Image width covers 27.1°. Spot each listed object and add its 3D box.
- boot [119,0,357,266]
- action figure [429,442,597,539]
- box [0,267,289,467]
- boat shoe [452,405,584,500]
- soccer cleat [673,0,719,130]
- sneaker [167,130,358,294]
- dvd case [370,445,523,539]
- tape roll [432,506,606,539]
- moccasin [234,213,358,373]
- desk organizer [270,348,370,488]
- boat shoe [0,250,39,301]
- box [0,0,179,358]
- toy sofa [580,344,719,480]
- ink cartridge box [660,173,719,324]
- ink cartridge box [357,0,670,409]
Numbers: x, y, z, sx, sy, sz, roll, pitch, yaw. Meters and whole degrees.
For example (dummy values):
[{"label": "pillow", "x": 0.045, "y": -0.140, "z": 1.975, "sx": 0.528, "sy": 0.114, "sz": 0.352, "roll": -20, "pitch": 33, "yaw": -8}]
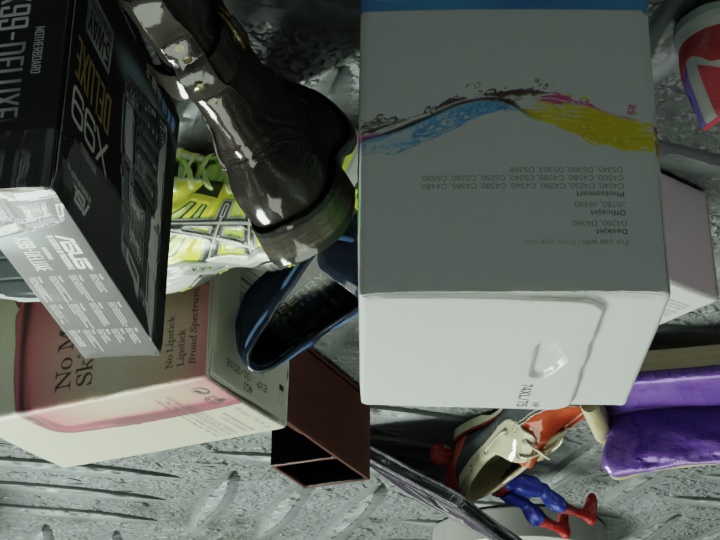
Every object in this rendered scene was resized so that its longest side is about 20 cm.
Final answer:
[{"label": "boot", "x": -0.068, "y": -0.110, "z": 0.763, "sx": 0.069, "sy": 0.200, "sz": 0.174, "roll": -29, "pitch": 117, "yaw": 5}, {"label": "action figure", "x": 0.146, "y": 0.211, "z": 1.482, "sx": 0.200, "sy": 0.052, "sz": 0.065, "roll": 25, "pitch": 140, "yaw": -32}, {"label": "box", "x": -0.160, "y": 0.052, "z": 1.065, "sx": 0.199, "sy": 0.128, "sz": 0.109, "roll": -13, "pitch": 151, "yaw": 24}, {"label": "boat shoe", "x": 0.145, "y": 0.149, "z": 1.337, "sx": 0.071, "sy": 0.063, "sz": 0.200, "roll": 15, "pitch": 149, "yaw": -25}, {"label": "soccer cleat", "x": 0.259, "y": -0.088, "z": 0.831, "sx": 0.199, "sy": 0.073, "sz": 0.068, "roll": 15, "pitch": 151, "yaw": -27}, {"label": "sneaker", "x": -0.082, "y": -0.042, "z": 0.934, "sx": 0.200, "sy": 0.076, "sz": 0.076, "roll": -21, "pitch": 135, "yaw": 25}, {"label": "dvd case", "x": 0.075, "y": 0.219, "z": 1.451, "sx": 0.148, "sy": 0.016, "sz": 0.200, "roll": 24, "pitch": 168, "yaw": 33}, {"label": "tape roll", "x": 0.180, "y": 0.314, "z": 1.706, "sx": 0.202, "sy": 0.037, "sz": 0.203, "roll": 1, "pitch": 154, "yaw": 0}, {"label": "moccasin", "x": 0.000, "y": 0.000, "z": 0.948, "sx": 0.080, "sy": 0.068, "sz": 0.200, "roll": 35, "pitch": 115, "yaw": -19}, {"label": "desk organizer", "x": -0.060, "y": 0.115, "z": 1.249, "sx": 0.071, "sy": 0.077, "sz": 0.200, "roll": -11, "pitch": 152, "yaw": 22}, {"label": "boat shoe", "x": -0.261, "y": -0.017, "z": 1.012, "sx": 0.199, "sy": 0.072, "sz": 0.062, "roll": 3, "pitch": 179, "yaw": 3}, {"label": "box", "x": -0.147, "y": -0.063, "z": 0.792, "sx": 0.050, "sy": 0.158, "sz": 0.200, "roll": -3, "pitch": 153, "yaw": 7}, {"label": "toy sofa", "x": 0.281, "y": 0.104, "z": 1.203, "sx": 0.199, "sy": 0.098, "sz": 0.083, "roll": -6, "pitch": 154, "yaw": 15}, {"label": "ink cartridge box", "x": 0.113, "y": 0.000, "z": 1.002, "sx": 0.144, "sy": 0.085, "sz": 0.200, "roll": 19, "pitch": 147, "yaw": -34}, {"label": "ink cartridge box", "x": 0.071, "y": -0.046, "z": 0.775, "sx": 0.145, "sy": 0.201, "sz": 0.147, "roll": 0, "pitch": 154, "yaw": 0}]
